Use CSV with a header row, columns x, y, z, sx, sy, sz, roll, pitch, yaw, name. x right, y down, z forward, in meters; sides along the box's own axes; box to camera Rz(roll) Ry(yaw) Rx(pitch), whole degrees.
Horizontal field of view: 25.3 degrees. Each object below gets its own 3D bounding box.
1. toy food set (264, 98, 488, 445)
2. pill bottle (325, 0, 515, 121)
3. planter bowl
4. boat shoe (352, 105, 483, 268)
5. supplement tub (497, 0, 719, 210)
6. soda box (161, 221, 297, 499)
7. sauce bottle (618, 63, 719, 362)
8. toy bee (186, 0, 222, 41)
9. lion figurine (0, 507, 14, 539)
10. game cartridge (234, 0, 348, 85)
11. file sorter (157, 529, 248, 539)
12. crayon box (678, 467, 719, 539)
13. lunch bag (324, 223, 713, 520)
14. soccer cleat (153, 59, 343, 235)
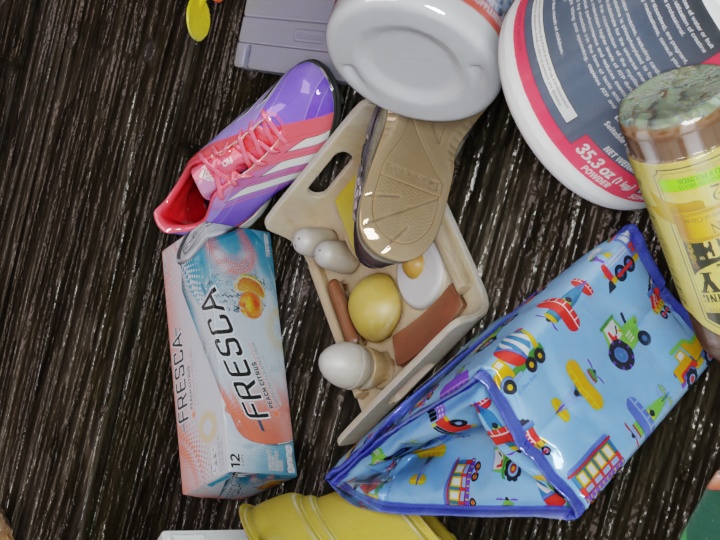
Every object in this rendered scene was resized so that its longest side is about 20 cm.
x,y,z,sx,sy,sz,roll,pitch,yaw,name
0.000,0.000,1.103,0.144,0.060,0.200,-49,48,35,toy food set
0.059,-0.201,0.987,0.111,0.111,0.200,-20,42,49,pill bottle
0.023,0.189,0.970,0.083,0.200,0.200,-43,44,0,planter bowl
0.037,-0.092,1.043,0.065,0.072,0.201,-29,41,64,boat shoe
0.181,-0.129,0.830,0.200,0.140,0.141,-31,59,45,supplement tub
-0.101,0.069,1.219,0.068,0.063,0.201,-30,61,45,soda box
0.185,-0.001,0.785,0.065,0.065,0.200,9,133,52,sauce bottle
-0.132,-0.257,1.292,0.200,0.109,0.131,29,100,46,toy bee
-0.336,0.309,1.481,0.200,0.072,0.123,45,106,31,lion figurine
-0.019,-0.205,1.195,0.200,0.038,0.130,17,93,52,game cartridge
-0.069,0.290,1.073,0.125,0.138,0.200,-55,44,34,file sorter
0.172,0.159,0.768,0.051,0.127,0.200,30,120,20,crayon box
0.078,0.075,0.915,0.094,0.151,0.200,54,144,-6,lunch bag
-0.084,-0.084,1.202,0.200,0.073,0.068,-43,70,45,soccer cleat
